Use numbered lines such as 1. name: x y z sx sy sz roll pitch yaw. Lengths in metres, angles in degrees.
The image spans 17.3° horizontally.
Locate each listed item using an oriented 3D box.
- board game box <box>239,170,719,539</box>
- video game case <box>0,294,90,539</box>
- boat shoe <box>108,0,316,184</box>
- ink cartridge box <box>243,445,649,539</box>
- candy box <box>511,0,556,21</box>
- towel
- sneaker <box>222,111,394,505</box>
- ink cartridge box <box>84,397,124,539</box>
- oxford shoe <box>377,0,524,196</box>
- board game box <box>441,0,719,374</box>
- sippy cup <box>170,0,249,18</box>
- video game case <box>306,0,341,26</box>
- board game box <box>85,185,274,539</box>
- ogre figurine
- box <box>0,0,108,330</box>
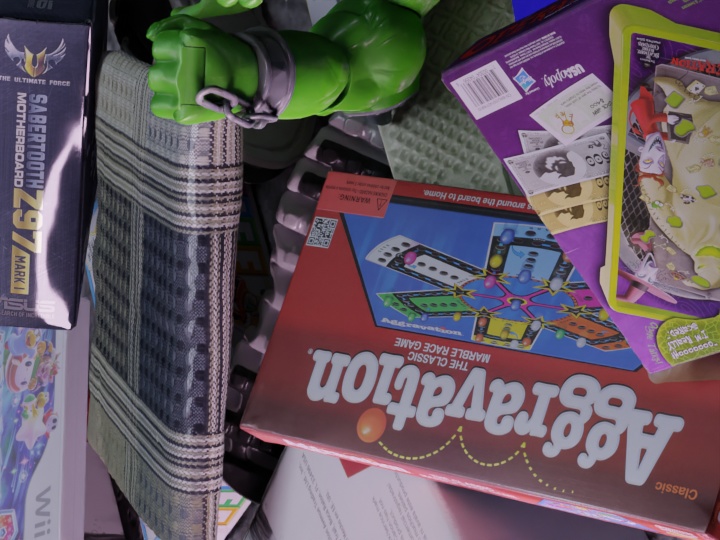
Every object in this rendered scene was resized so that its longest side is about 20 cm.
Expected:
1. board game box: 0.052 0.025 0.810 0.200 0.019 0.103 9 76 39
2. video game case: -0.217 0.103 1.228 0.200 0.018 0.143 -19 60 35
3. boat shoe: -0.076 -0.094 1.109 0.060 0.074 0.200 -56 36 25
4. ink cartridge box: 0.019 0.135 0.909 0.200 0.083 0.147 -65 34 35
5. candy box: 0.113 -0.149 0.762 0.169 0.077 0.200 -36 55 55
6. towel: -0.080 0.005 0.990 0.200 0.035 0.193 -149 60 -70
7. sneaker: 0.000 0.000 0.973 0.200 0.075 0.081 -62 -10 17
8. ink cartridge box: -0.188 0.178 1.283 0.147 0.083 0.200 -58 40 42
9. oxford shoe: 0.050 -0.048 0.892 0.075 0.058 0.200 -21 64 33
10. board game box: 0.126 -0.045 0.668 0.200 0.032 0.120 -22 105 47
11. sippy cup: -0.080 -0.208 1.035 0.178 0.140 0.130 -66 14 -13
12. video game case: 0.018 -0.200 0.999 0.200 0.025 0.181 -49 46 50
13. board game box: -0.086 0.023 1.169 0.134 0.034 0.200 -54 42 46
14. ogre figurine: -0.004 -0.138 0.850 0.098 0.120 0.200 -12 69 34
15. box: -0.151 -0.086 1.155 0.200 0.051 0.158 -96 10 -63
